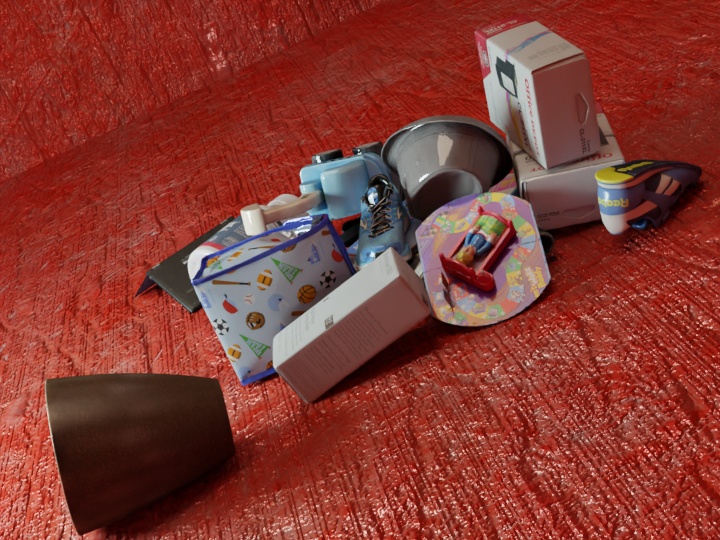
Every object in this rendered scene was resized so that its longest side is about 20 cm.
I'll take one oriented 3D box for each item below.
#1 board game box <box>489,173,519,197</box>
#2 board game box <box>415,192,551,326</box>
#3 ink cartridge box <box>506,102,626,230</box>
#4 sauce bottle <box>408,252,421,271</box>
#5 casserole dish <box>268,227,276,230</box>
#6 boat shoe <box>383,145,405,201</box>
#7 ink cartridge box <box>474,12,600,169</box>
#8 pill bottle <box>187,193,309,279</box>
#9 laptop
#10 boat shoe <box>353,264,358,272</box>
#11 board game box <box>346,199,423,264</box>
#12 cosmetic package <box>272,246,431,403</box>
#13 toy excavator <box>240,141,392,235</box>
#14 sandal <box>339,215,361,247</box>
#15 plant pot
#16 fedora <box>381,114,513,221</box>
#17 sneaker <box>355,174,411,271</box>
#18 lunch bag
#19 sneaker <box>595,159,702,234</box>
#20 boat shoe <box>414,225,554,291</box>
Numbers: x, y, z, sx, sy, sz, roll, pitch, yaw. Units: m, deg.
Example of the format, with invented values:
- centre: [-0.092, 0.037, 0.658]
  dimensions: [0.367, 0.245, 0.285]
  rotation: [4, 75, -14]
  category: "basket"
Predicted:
- centre: [0.146, -0.081, 1.874]
  dimensions: [0.199, 0.041, 0.153]
  rotation: [-8, 27, 38]
  category: "board game box"
- centre: [0.150, -0.027, 1.604]
  dimensions: [0.157, 0.039, 0.201]
  rotation: [-15, 55, 9]
  category: "board game box"
- centre: [0.285, -0.146, 1.760]
  dimensions: [0.144, 0.085, 0.201]
  rotation: [-12, 32, 6]
  category: "ink cartridge box"
- centre: [0.105, -0.005, 1.707]
  dimensions: [0.200, 0.066, 0.066]
  rotation: [-36, 24, -29]
  category: "sauce bottle"
- centre: [-0.137, 0.020, 1.867]
  dimensions: [0.200, 0.121, 0.039]
  rotation: [-44, -9, -37]
  category: "casserole dish"
- centre: [0.063, -0.132, 1.944]
  dimensions: [0.056, 0.069, 0.200]
  rotation: [-15, -23, -8]
  category: "boat shoe"
- centre: [0.237, -0.245, 1.717]
  dimensions: [0.082, 0.147, 0.200]
  rotation: [-19, 29, -8]
  category: "ink cartridge box"
- centre: [-0.163, -0.032, 1.985]
  dimensions: [0.119, 0.120, 0.200]
  rotation: [-2, 30, 45]
  category: "pill bottle"
- centre: [-0.265, 0.007, 2.160]
  dimensions: [0.187, 0.116, 0.200]
  rotation: [-36, 53, -26]
  category: "laptop"
- centre: [0.000, 0.000, 1.812]
  dimensions: [0.068, 0.073, 0.199]
  rotation: [-21, 14, -33]
  category: "boat shoe"
- centre: [0.071, -0.062, 1.798]
  dimensions: [0.102, 0.020, 0.200]
  rotation: [7, 34, 37]
  category: "board game box"
- centre: [-0.013, 0.068, 1.593]
  dimensions: [0.200, 0.074, 0.102]
  rotation: [-39, 20, 10]
  category: "cosmetic package"
- centre: [-0.057, -0.108, 1.802]
  dimensions: [0.193, 0.101, 0.200]
  rotation: [-10, 12, 15]
  category: "toy excavator"
- centre: [0.002, -0.067, 1.899]
  dimensions: [0.075, 0.045, 0.200]
  rotation: [-34, -8, 15]
  category: "sandal"
- centre: [-0.255, 0.198, 1.508]
  dimensions: [0.198, 0.188, 0.187]
  rotation: [-13, 19, -10]
  category: "plant pot"
- centre: [0.115, -0.125, 1.732]
  dimensions: [0.200, 0.176, 0.091]
  rotation: [-33, 40, 51]
  category: "fedora"
- centre: [0.022, -0.067, 1.711]
  dimensions: [0.078, 0.091, 0.200]
  rotation: [-13, 26, 6]
  category: "sneaker"
- centre: [-0.099, 0.031, 1.702]
  dimensions: [0.199, 0.171, 0.124]
  rotation: [-22, 19, 10]
  category: "lunch bag"
- centre: [0.369, -0.099, 1.633]
  dimensions: [0.199, 0.083, 0.074]
  rotation: [-15, 15, -41]
  category: "sneaker"
- centre: [0.158, -0.008, 1.649]
  dimensions: [0.199, 0.071, 0.064]
  rotation: [-27, 20, -10]
  category: "boat shoe"
